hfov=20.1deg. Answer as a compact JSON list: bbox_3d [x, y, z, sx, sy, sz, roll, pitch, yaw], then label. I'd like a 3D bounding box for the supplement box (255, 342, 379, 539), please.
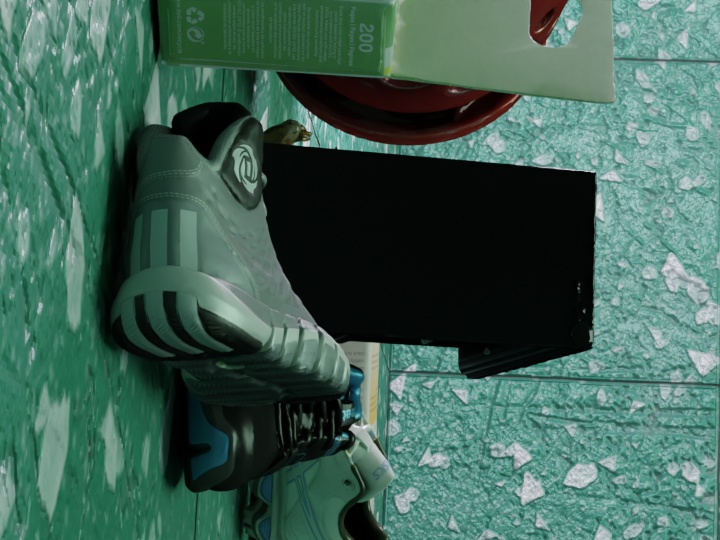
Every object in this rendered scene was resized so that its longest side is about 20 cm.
[{"bbox_3d":[-0.026,0.086,1.353,0.126,0.073,0.201,23,69,-86],"label":"supplement box"}]

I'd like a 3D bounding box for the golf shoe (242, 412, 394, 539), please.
[{"bbox_3d":[-0.017,0.089,1.204,0.078,0.097,0.201,-43,142,-41],"label":"golf shoe"}]

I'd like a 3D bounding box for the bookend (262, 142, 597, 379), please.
[{"bbox_3d":[0.000,0.000,1.082,0.199,0.199,0.093,153,-60,-74],"label":"bookend"}]

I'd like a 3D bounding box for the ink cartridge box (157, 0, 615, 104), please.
[{"bbox_3d":[0.017,-0.141,0.915,0.146,0.199,0.048,-83,176,-49],"label":"ink cartridge box"}]

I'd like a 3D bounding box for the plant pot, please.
[{"bbox_3d":[0.033,-0.182,1.188,0.183,0.199,0.201,93,1,-61],"label":"plant pot"}]

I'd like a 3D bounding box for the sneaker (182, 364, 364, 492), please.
[{"bbox_3d":[-0.043,0.066,1.026,0.200,0.081,0.074,-55,150,-80],"label":"sneaker"}]

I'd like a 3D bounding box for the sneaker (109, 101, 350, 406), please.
[{"bbox_3d":[-0.050,-0.010,0.864,0.200,0.075,0.116,52,36,-73],"label":"sneaker"}]

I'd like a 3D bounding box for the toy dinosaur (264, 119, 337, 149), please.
[{"bbox_3d":[-0.048,-0.024,1.229,0.106,0.060,0.201,-42,145,-36],"label":"toy dinosaur"}]
